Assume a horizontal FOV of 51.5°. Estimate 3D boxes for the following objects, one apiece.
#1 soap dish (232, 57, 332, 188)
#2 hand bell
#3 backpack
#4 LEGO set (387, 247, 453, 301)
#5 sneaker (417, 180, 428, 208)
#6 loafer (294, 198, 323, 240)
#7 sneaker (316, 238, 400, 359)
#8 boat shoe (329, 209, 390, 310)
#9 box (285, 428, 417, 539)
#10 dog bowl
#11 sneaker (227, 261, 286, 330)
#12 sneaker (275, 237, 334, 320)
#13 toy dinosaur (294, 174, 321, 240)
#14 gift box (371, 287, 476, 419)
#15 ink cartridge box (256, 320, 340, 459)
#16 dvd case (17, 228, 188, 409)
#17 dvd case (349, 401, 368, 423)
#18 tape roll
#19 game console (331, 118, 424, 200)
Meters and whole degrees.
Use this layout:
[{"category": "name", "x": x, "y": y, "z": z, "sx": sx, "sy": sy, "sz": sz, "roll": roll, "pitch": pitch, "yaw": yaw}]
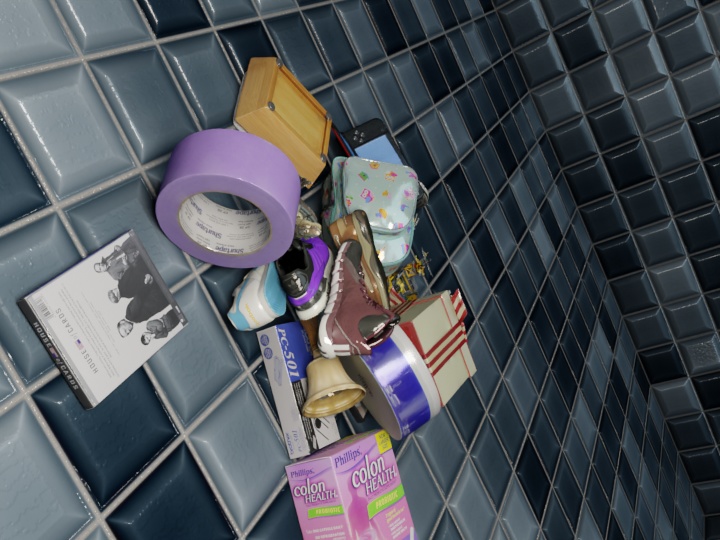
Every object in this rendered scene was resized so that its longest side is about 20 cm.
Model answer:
[{"category": "soap dish", "x": -0.134, "y": -0.273, "z": 1.355, "sx": 0.199, "sy": 0.080, "sz": 0.160, "roll": 41, "pitch": 42, "yaw": -38}, {"category": "hand bell", "x": -0.068, "y": 0.116, "z": 1.176, "sx": 0.103, "sy": 0.103, "sz": 0.204, "roll": 20, "pitch": 44, "yaw": -52}, {"category": "backpack", "x": 0.017, "y": -0.094, "z": 1.331, "sx": 0.171, "sy": 0.153, "sz": 0.206, "roll": 8, "pitch": 76, "yaw": -16}, {"category": "LEGO set", "x": 0.130, "y": 0.064, "z": 1.552, "sx": 0.153, "sy": 0.114, "sz": 0.204, "roll": -31, "pitch": 99, "yaw": -58}, {"category": "sneaker", "x": 0.082, "y": -0.162, "z": 1.647, "sx": 0.198, "sy": 0.073, "sz": 0.090, "roll": 20, "pitch": 56, "yaw": -47}, {"category": "loafer", "x": -0.129, "y": -0.117, "z": 1.291, "sx": 0.200, "sy": 0.071, "sz": 0.064, "roll": 46, "pitch": 32, "yaw": -35}, {"category": "sneaker", "x": 0.010, "y": 0.045, "z": 1.123, "sx": 0.076, "sy": 0.112, "sz": 0.204, "roll": 69, "pitch": 29, "yaw": -55}, {"category": "boat shoe", "x": 0.000, "y": 0.000, "z": 1.243, "sx": 0.076, "sy": 0.072, "sz": 0.204, "roll": -84, "pitch": 159, "yaw": -72}, {"category": "box", "x": -0.009, "y": 0.376, "z": 1.180, "sx": 0.175, "sy": 0.095, "sz": 0.205, "roll": -6, "pitch": 78, "yaw": -58}, {"category": "dog bowl", "x": 0.039, "y": 0.163, "z": 1.187, "sx": 0.078, "sy": 0.199, "sz": 0.203, "roll": -31, "pitch": 104, "yaw": -15}, {"category": "sneaker", "x": -0.156, "y": 0.025, "z": 1.167, "sx": 0.078, "sy": 0.079, "sz": 0.201, "roll": 59, "pitch": 13, "yaw": -16}, {"category": "sneaker", "x": -0.093, "y": -0.020, "z": 1.175, "sx": 0.100, "sy": 0.068, "sz": 0.202, "roll": 56, "pitch": 13, "yaw": -29}, {"category": "toy dinosaur", "x": -0.110, "y": -0.104, "z": 1.184, "sx": 0.047, "sy": 0.199, "sz": 0.090, "roll": 25, "pitch": 89, "yaw": -29}, {"category": "gift box", "x": 0.098, "y": 0.136, "z": 1.366, "sx": 0.186, "sy": 0.181, "sz": 0.205, "roll": -29, "pitch": 104, "yaw": -57}, {"category": "ink cartridge box", "x": -0.098, "y": 0.186, "z": 1.193, "sx": 0.093, "sy": 0.043, "sz": 0.205, "roll": -5, "pitch": 77, "yaw": -60}, {"category": "dvd case", "x": -0.315, "y": 0.054, "z": 0.941, "sx": 0.153, "sy": 0.024, "sz": 0.200, "roll": 62, "pitch": 32, "yaw": -14}, {"category": "dvd case", "x": -0.001, "y": 0.162, "z": 1.386, "sx": 0.144, "sy": 0.017, "sz": 0.201, "roll": 59, "pitch": 33, "yaw": -18}, {"category": "tape roll", "x": -0.185, "y": -0.097, "z": 1.062, "sx": 0.200, "sy": 0.197, "sz": 0.087, "roll": 41, "pitch": 42, "yaw": -38}, {"category": "game console", "x": 0.039, "y": -0.222, "z": 1.519, "sx": 0.170, "sy": 0.119, "sz": 0.203, "roll": -28, "pitch": 84, "yaw": -25}]
